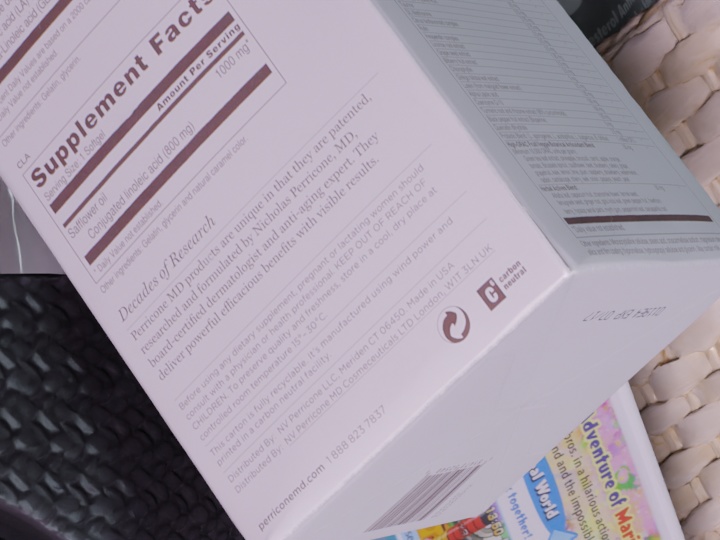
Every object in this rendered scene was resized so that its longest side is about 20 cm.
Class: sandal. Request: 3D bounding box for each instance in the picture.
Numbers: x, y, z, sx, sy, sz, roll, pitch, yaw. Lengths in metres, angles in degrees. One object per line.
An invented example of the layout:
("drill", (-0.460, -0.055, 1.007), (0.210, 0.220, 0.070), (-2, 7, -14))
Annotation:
("sandal", (-0.103, 0.035, 0.629), (0.200, 0.045, 0.075), (17, 58, -36))

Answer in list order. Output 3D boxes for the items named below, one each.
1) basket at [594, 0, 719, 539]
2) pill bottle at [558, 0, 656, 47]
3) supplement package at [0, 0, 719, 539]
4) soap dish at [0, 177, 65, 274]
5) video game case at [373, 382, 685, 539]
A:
("basket", (0.175, -0.015, 0.818), (0.161, 0.200, 0.199), (-25, 83, -35))
("pill bottle", (0.031, -0.127, 0.951), (0.200, 0.113, 0.114), (59, 38, -25))
("supplement package", (-0.016, -0.044, 0.661), (0.200, 0.110, 0.114), (54, 25, 19))
("soap dish", (-0.125, 0.013, 0.705), (0.200, 0.081, 0.158), (-4, 83, -57))
("video game case", (0.022, 0.136, 0.760), (0.182, 0.024, 0.201), (-28, 114, -15))
